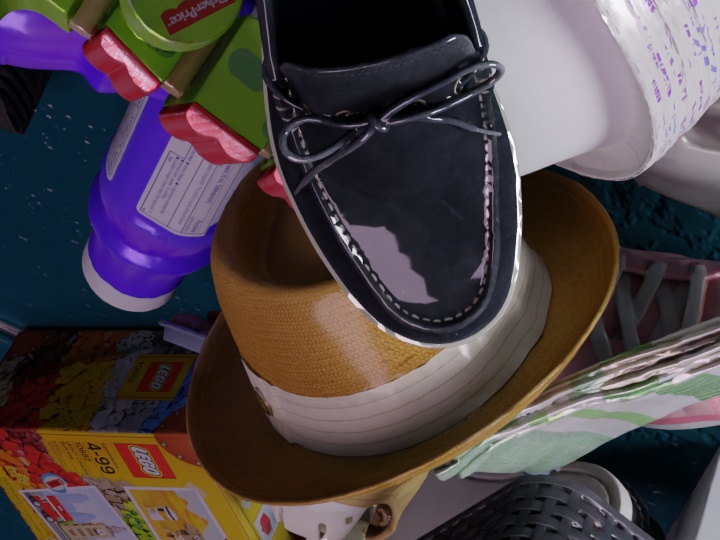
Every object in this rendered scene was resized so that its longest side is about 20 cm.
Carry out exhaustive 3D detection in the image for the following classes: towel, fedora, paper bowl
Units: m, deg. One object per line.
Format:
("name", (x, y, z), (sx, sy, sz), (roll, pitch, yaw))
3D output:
("towel", (0.138, 0.039, 0.807), (0.200, 0.023, 0.153), (-24, 166, 20))
("fedora", (0.000, 0.000, 0.806), (0.200, 0.201, 0.082), (-9, 126, 35))
("paper bowl", (0.034, -0.111, 0.724), (0.201, 0.104, 0.201), (45, 169, 11))

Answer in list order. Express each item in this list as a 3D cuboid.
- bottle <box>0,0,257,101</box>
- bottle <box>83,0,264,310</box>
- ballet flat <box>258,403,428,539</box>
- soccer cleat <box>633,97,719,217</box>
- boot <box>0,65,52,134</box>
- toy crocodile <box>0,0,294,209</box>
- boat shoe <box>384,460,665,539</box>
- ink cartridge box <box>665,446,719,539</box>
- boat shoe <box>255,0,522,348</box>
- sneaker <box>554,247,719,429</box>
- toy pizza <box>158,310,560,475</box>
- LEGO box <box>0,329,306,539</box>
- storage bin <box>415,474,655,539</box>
("bottle", (-0.125, -0.119, 0.776), (0.200, 0.084, 0.065), (28, 171, -7))
("bottle", (-0.074, -0.053, 0.917), (0.065, 0.084, 0.200), (30, 140, -3))
("ballet flat", (-0.008, 0.095, 0.932), (0.069, 0.063, 0.200), (21, 176, 16))
("soccer cleat", (0.199, -0.041, 0.823), (0.200, 0.069, 0.078), (14, 160, 11))
("boot", (-0.213, -0.127, 0.903), (0.131, 0.070, 0.200), (18, 155, 9))
("toy crocodile", (-0.036, -0.057, 0.692), (0.200, 0.062, 0.067), (33, 170, -14))
("boat shoe", (0.062, 0.128, 1.074), (0.200, 0.074, 0.060), (-4, 150, 38))
("ink cartridge box", (0.228, 0.214, 1.019), (0.200, 0.147, 0.146), (23, 141, 4))
("boat shoe", (0.004, -0.061, 0.623), (0.074, 0.062, 0.200), (-11, 115, 3))
("sneaker", (0.090, 0.018, 0.904), (0.200, 0.075, 0.105), (7, 168, 26))
("toy pizza", (0.002, 0.051, 0.987), (0.200, 0.032, 0.200), (20, 176, 1))
("LEGO box", (-0.100, 0.126, 1.148), (0.149, 0.077, 0.200), (-1, 134, 29))
("storage bin", (0.100, 0.193, 0.879), (0.200, 0.094, 0.135), (38, 137, -14))
